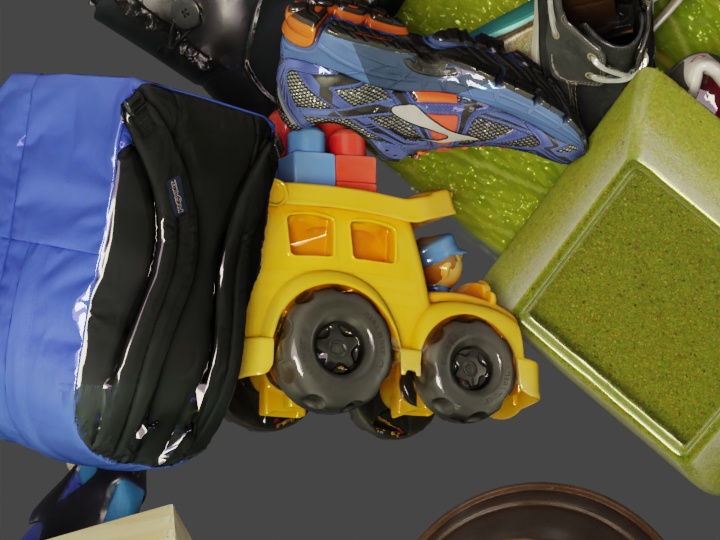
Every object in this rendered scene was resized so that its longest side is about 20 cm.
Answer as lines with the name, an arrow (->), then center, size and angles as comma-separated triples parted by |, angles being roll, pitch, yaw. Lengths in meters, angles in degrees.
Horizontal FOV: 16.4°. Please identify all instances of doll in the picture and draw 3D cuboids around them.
doll -> -0.173, 0.157, 1.528 | 0.048, 0.137, 0.200 | 32, 104, -29

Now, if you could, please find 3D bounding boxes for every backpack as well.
backpack -> -0.143, 0.004, 1.349 | 0.167, 0.162, 0.201 | 4, 87, 36

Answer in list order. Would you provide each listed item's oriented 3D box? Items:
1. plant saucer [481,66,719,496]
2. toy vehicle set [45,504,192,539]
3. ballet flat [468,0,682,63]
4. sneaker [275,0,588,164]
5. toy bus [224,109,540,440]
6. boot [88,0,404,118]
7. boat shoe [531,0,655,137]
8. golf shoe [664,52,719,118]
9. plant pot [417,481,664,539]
plant saucer -> 0.184, 0.017, 1.474 | 0.200, 0.048, 0.200 | 40, 123, 7
toy vehicle set -> -0.139, 0.222, 1.489 | 0.124, 0.200, 0.027 | -16, 47, 5
ballet flat -> 0.133, -0.151, 1.534 | 0.200, 0.071, 0.071 | -33, 83, 4
sneaker -> 0.039, -0.098, 1.456 | 0.199, 0.075, 0.079 | 17, 118, -15
toy bus -> 0.000, 0.000, 1.486 | 0.199, 0.136, 0.193 | 7, 76, -24
boot -> -0.066, -0.181, 1.522 | 0.168, 0.076, 0.200 | 41, 127, 6
boat shoe -> 0.141, -0.134, 1.476 | 0.072, 0.068, 0.200 | -16, 124, -6
golf shoe -> 0.221, -0.033, 1.502 | 0.077, 0.088, 0.201 | -18, 86, 4
plant pot -> 0.099, 0.226, 1.446 | 0.200, 0.198, 0.201 | 0, 87, 7
